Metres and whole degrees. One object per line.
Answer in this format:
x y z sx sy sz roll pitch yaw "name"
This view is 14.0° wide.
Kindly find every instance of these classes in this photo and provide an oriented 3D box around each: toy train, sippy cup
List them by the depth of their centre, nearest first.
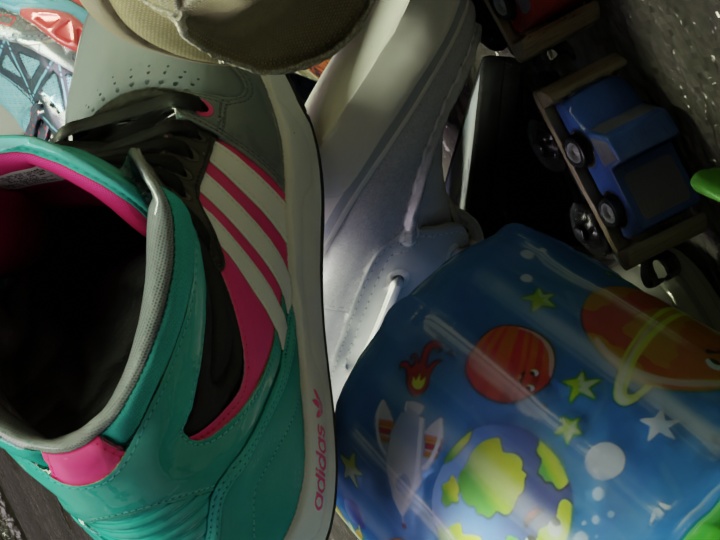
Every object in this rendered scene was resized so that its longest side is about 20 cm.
0.062 0.062 0.799 0.130 0.178 0.140 39 168 23 "sippy cup"
0.047 -0.088 0.849 0.201 0.034 0.046 63 154 2 "toy train"

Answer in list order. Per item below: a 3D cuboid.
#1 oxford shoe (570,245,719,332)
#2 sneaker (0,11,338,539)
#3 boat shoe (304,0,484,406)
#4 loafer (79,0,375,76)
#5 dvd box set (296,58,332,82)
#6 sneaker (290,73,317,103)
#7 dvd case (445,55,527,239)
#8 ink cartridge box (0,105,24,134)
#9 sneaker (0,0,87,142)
0.066 0.032 0.949 0.075 0.058 0.200 59 168 -1 "oxford shoe"
-0.069 -0.017 0.775 0.121 0.083 0.201 41 -149 -52 "sneaker"
0.000 0.000 0.881 0.072 0.068 0.201 -83 17 -63 "boat shoe"
-0.035 -0.090 0.710 0.068 0.076 0.200 27 178 25 "loafer"
-0.084 -0.118 0.879 0.146 0.030 0.200 23 173 27 "dvd box set"
-0.027 -0.113 0.980 0.201 0.070 0.082 66 168 -18 "sneaker"
0.029 0.049 0.956 0.143 0.017 0.201 102 176 -69 "dvd case"
-0.204 -0.055 1.125 0.104 0.199 0.059 57 165 16 "ink cartridge box"
-0.077 -0.027 0.975 0.199 0.096 0.079 31 173 20 "sneaker"
